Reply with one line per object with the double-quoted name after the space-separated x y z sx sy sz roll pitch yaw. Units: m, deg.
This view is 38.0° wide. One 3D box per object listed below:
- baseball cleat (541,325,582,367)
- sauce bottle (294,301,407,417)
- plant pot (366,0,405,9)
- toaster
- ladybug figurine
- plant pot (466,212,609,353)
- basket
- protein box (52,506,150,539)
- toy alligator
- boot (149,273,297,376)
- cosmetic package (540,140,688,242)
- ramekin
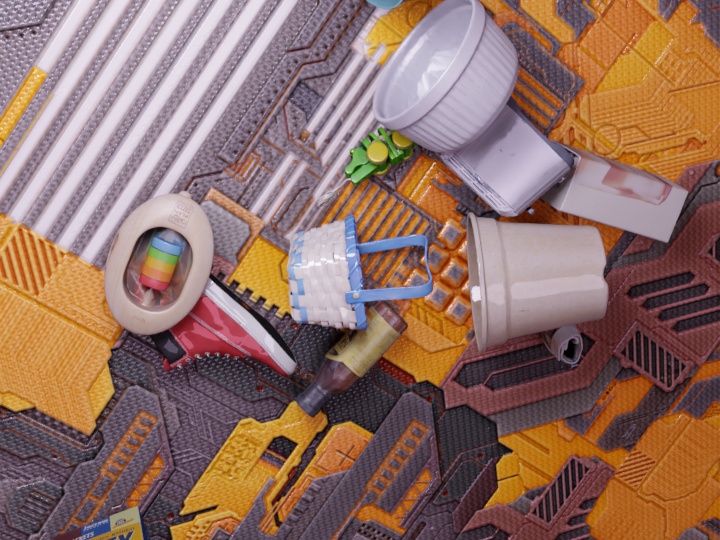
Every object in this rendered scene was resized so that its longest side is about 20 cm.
0.297 0.056 1.603 0.069 0.107 0.201 -29 113 0 "baseball cleat"
-0.017 0.133 1.553 0.200 0.066 0.066 -47 116 1 "sauce bottle"
0.059 -0.454 1.303 0.160 0.200 0.202 -33 116 -18 "plant pot"
0.194 -0.170 1.478 0.200 0.114 0.129 42 95 -9 "toaster"
-0.268 -0.013 1.409 0.135 0.072 0.201 25 96 -10 "ladybug figurine"
0.252 0.011 1.496 0.181 0.201 0.203 -4 111 2 "plant pot"
0.000 0.000 1.456 0.198 0.177 0.140 -10 112 6 "basket"
-0.344 0.492 1.502 0.134 0.200 0.200 -19 114 -10 "protein box"
0.013 -0.161 1.466 0.199 0.059 0.055 -31 75 -5 "toy alligator"
-0.198 0.113 1.488 0.200 0.072 0.144 42 93 -17 "boot"
0.373 -0.119 1.568 0.198 0.103 0.088 14 105 -23 "cosmetic package"
0.117 -0.251 1.382 0.105 0.200 0.201 34 96 -24 "ramekin"
